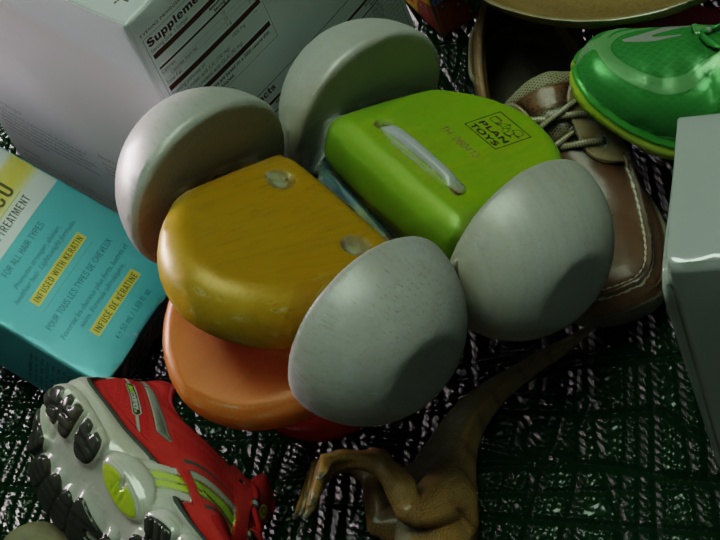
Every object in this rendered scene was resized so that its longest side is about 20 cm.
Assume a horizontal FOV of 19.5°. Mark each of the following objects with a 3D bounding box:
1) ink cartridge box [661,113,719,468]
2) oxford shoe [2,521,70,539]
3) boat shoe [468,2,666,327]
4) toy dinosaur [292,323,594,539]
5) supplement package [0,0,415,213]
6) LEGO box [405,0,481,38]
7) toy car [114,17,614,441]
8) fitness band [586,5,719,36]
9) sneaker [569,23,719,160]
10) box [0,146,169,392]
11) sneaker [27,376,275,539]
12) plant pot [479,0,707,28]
[{"bbox_3d":[0.227,0.006,0.817,0.198,0.145,0.085,-5,50,17],"label":"ink cartridge box"},{"bbox_3d":[-0.128,0.175,0.864,0.070,0.075,0.201,-22,47,3],"label":"oxford shoe"},{"bbox_3d":[0.089,-0.058,0.976,0.075,0.072,0.201,-23,47,2],"label":"boat shoe"},{"bbox_3d":[0.030,0.097,0.894,0.105,0.061,0.201,18,50,-4],"label":"toy dinosaur"},{"bbox_3d":[-0.092,-0.124,1.017,0.190,0.201,0.147,27,65,36],"label":"supplement package"},{"bbox_3d":[0.046,-0.240,1.143,0.148,0.077,0.200,-32,48,-7],"label":"LEGO box"},{"bbox_3d":[0.000,0.000,0.903,0.199,0.151,0.175,-27,52,-30],"label":"toy car"},{"bbox_3d":[0.189,-0.164,1.023,0.198,0.038,0.145,9,61,14],"label":"fitness band"},{"bbox_3d":[0.191,-0.097,0.935,0.198,0.084,0.075,0,44,-1],"label":"sneaker"},{"bbox_3d":[-0.187,-0.016,1.006,0.199,0.049,0.083,29,63,5],"label":"box"},{"bbox_3d":[-0.065,0.116,0.894,0.084,0.077,0.201,-8,50,-39],"label":"sneaker"},{"bbox_3d":[0.122,-0.189,1.009,0.198,0.028,0.202,-7,55,10],"label":"plant pot"}]
